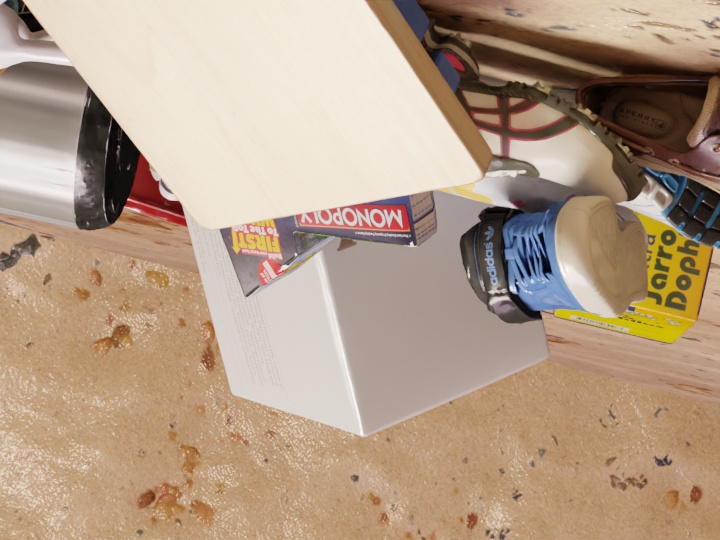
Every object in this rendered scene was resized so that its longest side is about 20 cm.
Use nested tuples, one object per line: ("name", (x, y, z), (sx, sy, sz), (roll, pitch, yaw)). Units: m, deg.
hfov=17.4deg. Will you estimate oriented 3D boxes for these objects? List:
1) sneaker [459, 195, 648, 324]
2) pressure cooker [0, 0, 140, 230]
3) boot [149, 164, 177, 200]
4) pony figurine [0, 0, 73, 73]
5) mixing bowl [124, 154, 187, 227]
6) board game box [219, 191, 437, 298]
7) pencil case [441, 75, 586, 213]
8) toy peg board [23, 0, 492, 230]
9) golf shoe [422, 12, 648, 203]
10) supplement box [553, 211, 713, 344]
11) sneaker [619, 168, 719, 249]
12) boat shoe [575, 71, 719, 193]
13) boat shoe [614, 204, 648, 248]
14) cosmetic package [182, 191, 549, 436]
("sneaker", (0.111, -0.005, 1.474), (0.110, 0.077, 0.200), (-4, 179, 15))
("pressure cooker", (-0.243, -0.124, 1.562), (0.198, 0.180, 0.176), (12, 177, 4))
("boot", (-0.114, -0.087, 1.629), (0.073, 0.096, 0.200), (20, -156, 3))
("pony figurine", (-0.236, -0.156, 1.389), (0.198, 0.168, 0.193), (-12, 149, 4))
("mixing bowl", (-0.176, -0.105, 1.884), (0.199, 0.109, 0.200), (17, 177, 1))
("board game box", (-0.033, -0.080, 1.433), (0.199, 0.201, 0.062), (9, -152, 40))
("pencil case", (0.072, -0.094, 1.549), (0.199, 0.091, 0.083), (16, 169, -10))
("toy peg board", (-0.046, -0.137, 1.270), (0.198, 0.098, 0.200), (-9, 132, 36))
("golf shoe", (0.081, -0.082, 1.471), (0.199, 0.088, 0.077), (29, 171, 4))
("supplement box", (0.223, -0.012, 1.920), (0.109, 0.110, 0.200), (13, 174, 4))
("sneaker", (0.196, -0.074, 1.660), (0.199, 0.075, 0.087), (23, 178, -12))
("boat shoe", (0.224, -0.086, 1.451), (0.199, 0.073, 0.072), (18, 176, 29))
("boat shoe", (0.111, -0.052, 1.696), (0.199, 0.072, 0.068), (37, -148, 12))
("cosmetic package", (0.000, 0.000, 1.679), (0.166, 0.168, 0.200), (-21, -164, -27))
